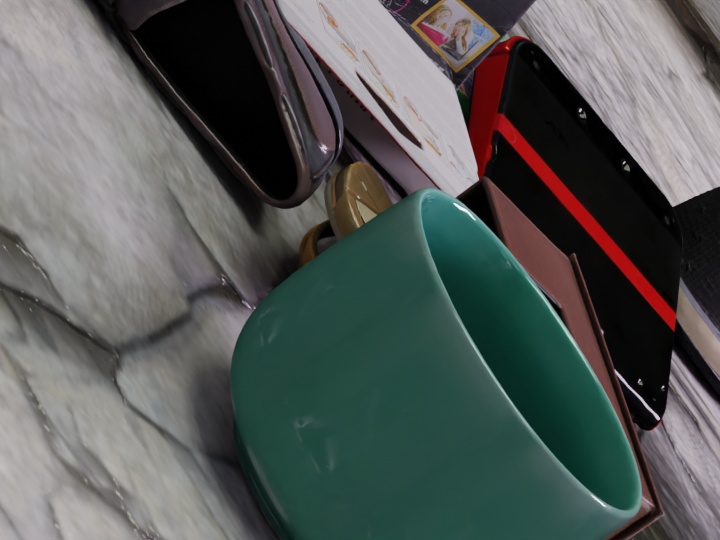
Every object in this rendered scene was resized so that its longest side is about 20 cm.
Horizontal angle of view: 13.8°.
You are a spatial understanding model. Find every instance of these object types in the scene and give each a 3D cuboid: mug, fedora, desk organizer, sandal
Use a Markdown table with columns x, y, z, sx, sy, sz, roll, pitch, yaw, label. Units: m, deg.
| x | y | z | sx | sy | sz | roll | pitch | yaw | label |
| --- | --- | --- | --- | --- | --- | --- | --- | --- | --- |
| 0.024 | 0.059 | 1.163 | 0.152 | 0.114 | 0.185 | 56 | 14 | 1 | mug |
| 0.263 | 0.011 | 2.039 | 0.201 | 0.091 | 0.201 | 50 | 17 | -21 | fedora |
| 0.074 | 0.051 | 1.423 | 0.077 | 0.072 | 0.200 | 43 | 20 | -33 | desk organizer |
| 0.000 | 0.000 | 1.346 | 0.081 | 0.054 | 0.200 | 62 | 1 | 2 | sandal |

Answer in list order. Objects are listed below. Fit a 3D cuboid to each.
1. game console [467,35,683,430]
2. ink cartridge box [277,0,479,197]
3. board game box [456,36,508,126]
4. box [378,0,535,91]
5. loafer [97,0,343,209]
| x | y | z | sx | sy | sz | roll | pitch | yaw | label |
| --- | --- | --- | --- | --- | --- | --- | --- | --- | --- |
| 0.125 | -0.025 | 1.751 | 0.200 | 0.031 | 0.177 | 46 | 38 | -31 | game console |
| -0.009 | -0.103 | 1.535 | 0.200 | 0.043 | 0.174 | 46 | 19 | -33 | ink cartridge box |
| 0.065 | -0.122 | 1.832 | 0.135 | 0.029 | 0.200 | 48 | 17 | -29 | board game box |
| 0.032 | -0.217 | 1.713 | 0.132 | 0.115 | 0.200 | 34 | 22 | -19 | box |
| -0.073 | -0.114 | 1.315 | 0.200 | 0.072 | 0.063 | 54 | 19 | -18 | loafer |
